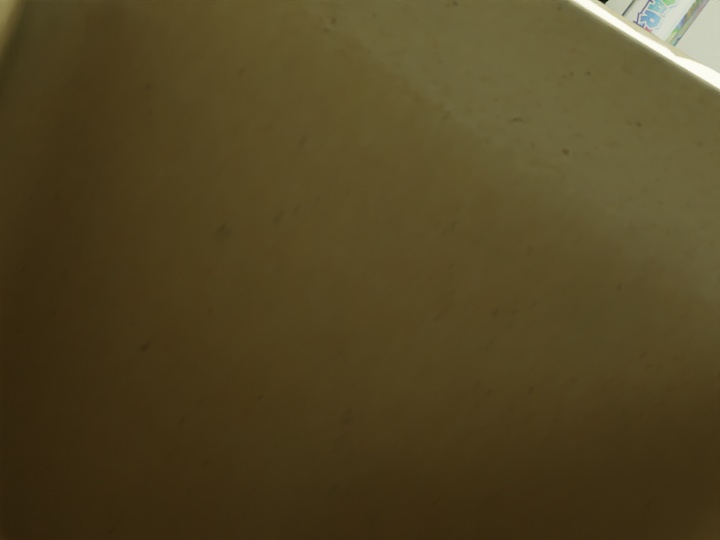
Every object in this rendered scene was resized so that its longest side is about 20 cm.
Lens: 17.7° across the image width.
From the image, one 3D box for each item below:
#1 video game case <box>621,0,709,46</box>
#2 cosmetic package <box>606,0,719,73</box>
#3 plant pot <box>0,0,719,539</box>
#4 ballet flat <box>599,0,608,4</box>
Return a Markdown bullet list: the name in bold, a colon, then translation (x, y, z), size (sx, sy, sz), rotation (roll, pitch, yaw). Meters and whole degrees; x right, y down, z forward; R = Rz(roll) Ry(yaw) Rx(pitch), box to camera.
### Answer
- **video game case**: translation (0.085, -0.064, 0.759), size (0.200, 0.018, 0.143), rotation (-53, 175, -11)
- **cosmetic package**: translation (0.063, -0.082, 0.975), size (0.165, 0.200, 0.165), rotation (111, 2, -52)
- **plant pot**: translation (-0.017, 0.072, 0.388), size (0.177, 0.200, 0.200), rotation (-54, -170, 44)
- **ballet flat**: translation (0.107, -0.152, 0.829), size (0.200, 0.072, 0.072), rotation (-42, -173, 15)
